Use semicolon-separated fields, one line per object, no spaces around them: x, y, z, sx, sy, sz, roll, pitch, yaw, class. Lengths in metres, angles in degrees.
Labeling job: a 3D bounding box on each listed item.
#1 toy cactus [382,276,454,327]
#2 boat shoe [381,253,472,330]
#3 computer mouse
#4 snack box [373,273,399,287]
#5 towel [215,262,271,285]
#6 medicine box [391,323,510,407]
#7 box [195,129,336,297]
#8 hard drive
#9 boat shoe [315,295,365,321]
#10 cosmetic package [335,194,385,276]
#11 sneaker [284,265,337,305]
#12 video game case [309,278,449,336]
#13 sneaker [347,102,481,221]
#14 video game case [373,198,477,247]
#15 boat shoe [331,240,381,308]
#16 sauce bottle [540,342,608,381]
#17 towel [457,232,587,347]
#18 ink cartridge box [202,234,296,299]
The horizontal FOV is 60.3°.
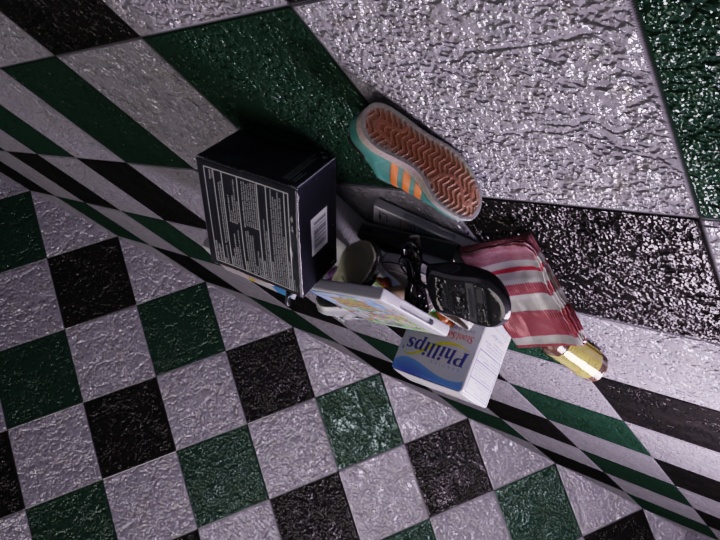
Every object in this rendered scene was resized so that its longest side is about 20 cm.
0.102;0.046;1.164;0.197;0.105;0.163;23;-170;40;toy cactus
0.117;0.041;1.073;0.197;0.071;0.071;29;166;-10;boat shoe
0.154;0.023;0.973;0.197;0.052;0.142;19;131;35;computer mouse
0.044;0.017;1.366;0.140;0.054;0.199;11;158;48;snack box
-0.212;-0.091;1.188;0.188;0.206;0.032;15;-167;39;towel
0.187;0.138;1.226;0.179;0.204;0.102;11;161;45;medicine box
-0.147;-0.097;1.014;0.194;0.123;0.204;19;130;22;box
0.105;-0.022;1.089;0.196;0.034;0.140;17;162;36;hard drive
-0.001;0.079;1.265;0.197;0.066;0.074;0;-152;-32;boat shoe
-0.035;-0.065;1.173;0.100;0.076;0.199;1;154;43;cosmetic package
-0.103;0.015;1.243;0.077;0.142;0.199;15;159;51;sneaker
0.025;0.062;1.053;0.180;0.023;0.197;30;165;-40;video game case
0.068;-0.133;0.786;0.198;0.072;0.080;37;168;-17;sneaker
0.113;-0.052;1.075;0.196;0.018;0.144;25;165;8;video game case
0.000;0.000;1.134;0.073;0.066;0.201;64;152;19;boat shoe
0.379;0.138;1.166;0.198;0.066;0.064;34;164;-19;sauce bottle
0.247;0.039;0.953;0.143;0.023;0.202;-10;118;54;towel
-0.219;-0.057;1.393;0.196;0.150;0.146;21;166;18;ink cartridge box
